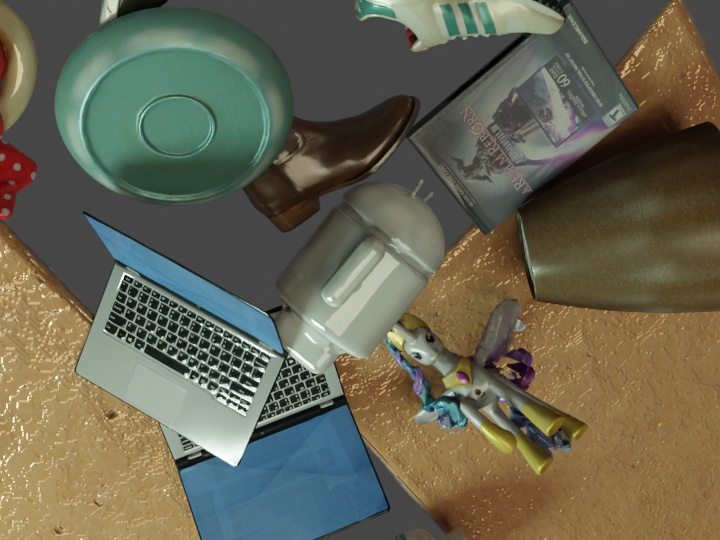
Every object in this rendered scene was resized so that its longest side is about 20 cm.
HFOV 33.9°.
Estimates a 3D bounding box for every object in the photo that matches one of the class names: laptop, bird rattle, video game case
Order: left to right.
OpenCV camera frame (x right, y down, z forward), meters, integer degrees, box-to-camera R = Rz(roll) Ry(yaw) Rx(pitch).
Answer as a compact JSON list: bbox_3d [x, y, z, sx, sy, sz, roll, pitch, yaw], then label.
[{"bbox_3d":[-0.326,-0.145,0.949,0.200,0.113,0.163,40,83,-33],"label":"bird rattle"},{"bbox_3d":[-0.172,0.067,1.045,0.187,0.116,0.201,28,109,10],"label":"laptop"},{"bbox_3d":[-0.095,0.162,1.160,0.186,0.116,0.201,-21,121,-8],"label":"laptop"},{"bbox_3d":[0.160,-0.146,1.152,0.200,0.019,0.143,-40,121,4],"label":"video game case"}]

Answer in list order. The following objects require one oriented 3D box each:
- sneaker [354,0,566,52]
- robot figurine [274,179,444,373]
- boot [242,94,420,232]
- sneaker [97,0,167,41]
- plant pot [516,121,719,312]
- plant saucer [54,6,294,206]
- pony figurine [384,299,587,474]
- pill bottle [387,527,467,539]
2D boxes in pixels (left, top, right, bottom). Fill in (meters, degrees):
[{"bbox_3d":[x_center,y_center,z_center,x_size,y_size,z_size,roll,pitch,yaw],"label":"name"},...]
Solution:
[{"bbox_3d":[0.086,-0.238,1.062,0.199,0.071,0.094,12,130,-25],"label":"sneaker"},{"bbox_3d":[0.000,0.000,1.093,0.113,0.170,0.200,39,92,-1],"label":"robot figurine"},{"bbox_3d":[-0.070,-0.153,1.050,0.186,0.064,0.200,-40,117,7],"label":"boot"},{"bbox_3d":[-0.157,-0.236,0.969,0.099,0.071,0.201,13,107,-18],"label":"sneaker"},{"bbox_3d":[0.260,-0.034,1.166,0.199,0.187,0.188,-11,120,4],"label":"plant pot"},{"bbox_3d":[-0.154,-0.126,0.988,0.199,0.027,0.201,-5,133,-5],"label":"plant saucer"},{"bbox_3d":[0.123,0.112,1.169,0.167,0.200,0.193,-55,154,5],"label":"pony figurine"},{"bbox_3d":[0.035,0.360,1.315,0.199,0.111,0.111,-23,121,-6],"label":"pill bottle"}]
